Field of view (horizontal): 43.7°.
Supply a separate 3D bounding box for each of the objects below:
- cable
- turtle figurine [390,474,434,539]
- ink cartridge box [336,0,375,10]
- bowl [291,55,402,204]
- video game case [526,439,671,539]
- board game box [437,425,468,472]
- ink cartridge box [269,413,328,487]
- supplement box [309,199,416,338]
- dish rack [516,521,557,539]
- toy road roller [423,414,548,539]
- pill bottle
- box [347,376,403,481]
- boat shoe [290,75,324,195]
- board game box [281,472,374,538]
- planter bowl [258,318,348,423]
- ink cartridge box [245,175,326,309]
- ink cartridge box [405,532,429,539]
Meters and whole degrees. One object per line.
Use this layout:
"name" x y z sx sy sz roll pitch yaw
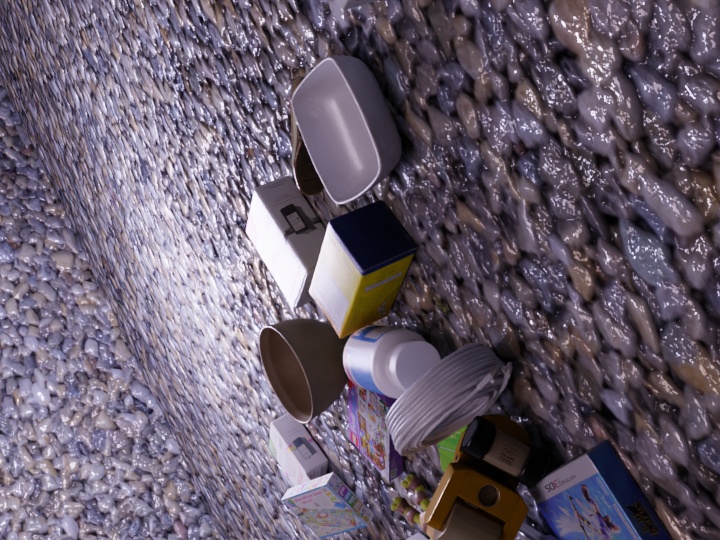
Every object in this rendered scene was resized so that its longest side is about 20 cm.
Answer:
"cable" 0.124 0.189 1.307 0.070 0.198 0.200 55 173 21
"turtle figurine" 0.130 0.448 1.638 0.161 0.063 0.203 42 126 45
"ink cartridge box" 0.034 -0.436 1.060 0.146 0.144 0.200 63 153 7
"bowl" -0.013 -0.219 1.384 0.199 0.074 0.203 -26 86 63
"video game case" 0.332 0.352 1.224 0.202 0.045 0.182 59 153 16
"board game box" 0.157 0.261 1.487 0.095 0.030 0.203 23 131 54
"ink cartridge box" -0.136 0.447 2.109 0.200 0.067 0.118 50 148 31
"supplement box" 0.000 0.000 1.486 0.109 0.108 0.201 54 149 23
"dish rack" 0.271 0.449 1.362 0.174 0.043 0.200 64 166 -7
"toy road roller" 0.180 0.312 1.327 0.121 0.203 0.146 27 176 -2
"pill bottle" 0.054 0.151 1.478 0.199 0.111 0.114 1 112 69
"box" 0.029 0.287 1.723 0.137 0.039 0.203 40 142 41
"boat shoe" -0.089 -0.231 1.534 0.076 0.070 0.203 -128 35 -55
"board game box" -0.075 0.525 1.995 0.135 0.034 0.199 47 140 -10
"planter bowl" -0.093 0.178 1.759 0.200 0.133 0.203 40 141 41
"ink cartridge box" -0.130 -0.052 1.708 0.201 0.082 0.146 56 150 20
"ink cartridge box" 0.151 0.610 1.699 0.199 0.082 0.149 18 126 55
